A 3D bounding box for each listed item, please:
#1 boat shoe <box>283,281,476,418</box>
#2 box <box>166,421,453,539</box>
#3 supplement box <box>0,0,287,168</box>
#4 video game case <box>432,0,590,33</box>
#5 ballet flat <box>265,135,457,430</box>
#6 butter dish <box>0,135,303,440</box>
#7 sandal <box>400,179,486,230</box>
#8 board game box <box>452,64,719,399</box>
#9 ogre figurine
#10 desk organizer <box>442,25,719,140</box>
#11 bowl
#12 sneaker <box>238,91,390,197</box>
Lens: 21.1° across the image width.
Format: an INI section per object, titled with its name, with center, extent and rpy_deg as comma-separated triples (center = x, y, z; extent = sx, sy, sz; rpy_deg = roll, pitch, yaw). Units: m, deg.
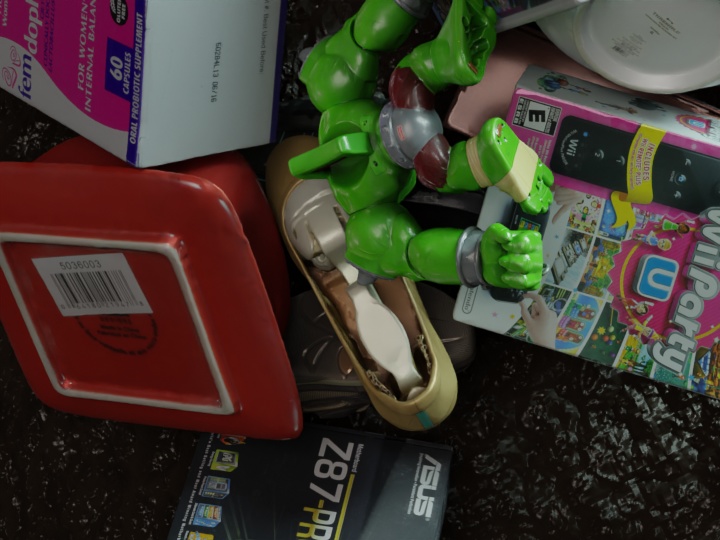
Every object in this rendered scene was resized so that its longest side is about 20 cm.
[boat shoe]
center = -0.017, 0.052, 1.223
extent = 0.199, 0.073, 0.075
rpy_deg = -5, 63, 21
[box]
center = -0.037, 0.179, 1.160
extent = 0.160, 0.049, 0.201
rpy_deg = 10, 43, 6
[supplement box]
center = -0.144, -0.145, 1.129
extent = 0.200, 0.103, 0.102
rpy_deg = 30, 123, 43
[video game case]
center = 0.049, -0.219, 1.076
extent = 0.023, 0.200, 0.183
rpy_deg = -31, 99, -15
[ballet flat]
center = 0.000, 0.000, 1.142
extent = 0.068, 0.063, 0.201
rpy_deg = -31, 76, 4
[butter dish]
center = -0.119, -0.014, 1.172
extent = 0.199, 0.200, 0.148
rpy_deg = 4, 42, 26
[sandal]
center = 0.058, -0.026, 1.195
extent = 0.199, 0.043, 0.076
rpy_deg = 26, 118, 0
[board game box]
center = 0.170, -0.018, 1.130
extent = 0.199, 0.064, 0.148
rpy_deg = 16, 108, 6
[ogre figurine]
center = 0.028, -0.078, 1.081
extent = 0.119, 0.098, 0.201
rpy_deg = -19, 101, 31
[desk organizer]
center = 0.158, -0.082, 1.196
extent = 0.199, 0.072, 0.077
rpy_deg = 25, 93, 14
[bowl]
center = 0.171, -0.164, 1.083
extent = 0.200, 0.202, 0.091
rpy_deg = 4, 53, 13
[sneaker]
center = -0.045, -0.073, 1.252
extent = 0.199, 0.075, 0.080
rpy_deg = 0, 107, 12
